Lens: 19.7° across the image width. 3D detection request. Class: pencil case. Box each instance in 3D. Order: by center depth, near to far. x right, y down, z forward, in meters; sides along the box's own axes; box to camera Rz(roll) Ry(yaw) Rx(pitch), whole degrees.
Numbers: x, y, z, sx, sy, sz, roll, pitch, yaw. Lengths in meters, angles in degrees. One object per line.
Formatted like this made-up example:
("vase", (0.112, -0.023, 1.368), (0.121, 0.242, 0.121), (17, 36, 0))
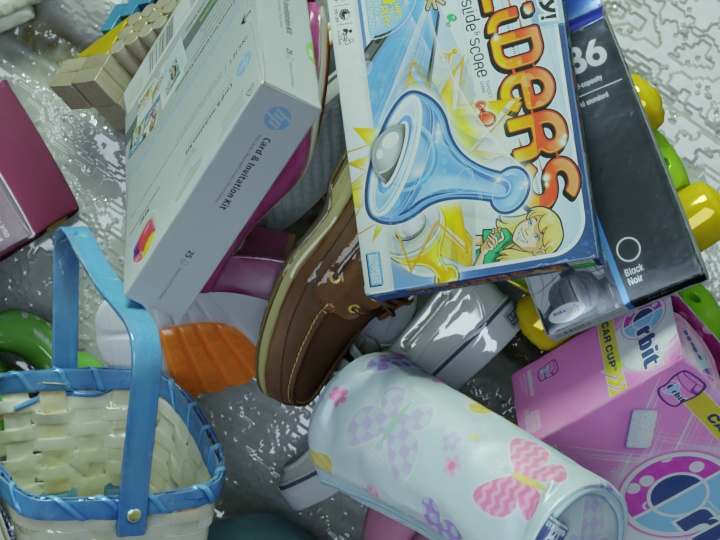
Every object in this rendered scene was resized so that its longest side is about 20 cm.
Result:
("pencil case", (0.057, 0.121, 1.170), (0.199, 0.083, 0.091), (31, 91, 42))

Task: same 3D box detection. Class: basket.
("basket", (-0.152, 0.094, 1.197), (0.138, 0.176, 0.202), (1, 110, -22))

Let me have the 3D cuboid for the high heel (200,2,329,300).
("high heel", (-0.075, -0.072, 1.210), (0.095, 0.068, 0.201), (13, 128, -2))

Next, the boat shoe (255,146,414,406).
("boat shoe", (0.000, 0.000, 1.228), (0.067, 0.072, 0.201), (34, 107, 23))

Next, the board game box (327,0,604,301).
("board game box", (0.057, -0.093, 1.166), (0.134, 0.034, 0.202), (-10, 82, 12))

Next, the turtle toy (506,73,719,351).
("turtle toy", (0.151, -0.018, 1.261), (0.145, 0.101, 0.201), (-33, 93, 8))

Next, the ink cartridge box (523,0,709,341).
("ink cartridge box", (0.119, -0.070, 1.187), (0.099, 0.039, 0.202), (-23, 78, 11))

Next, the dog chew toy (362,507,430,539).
("dog chew toy", (0.069, 0.187, 1.242), (0.123, 0.200, 0.126), (-3, 113, -7))

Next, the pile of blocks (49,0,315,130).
("pile of blocks", (-0.099, -0.155, 1.294), (0.199, 0.082, 0.062), (-31, 127, 15))

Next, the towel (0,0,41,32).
("towel", (-0.303, -0.227, 1.317), (0.198, 0.035, 0.194), (-21, 92, 10))

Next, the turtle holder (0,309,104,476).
("turtle holder", (-0.265, 0.103, 1.311), (0.140, 0.185, 0.132), (-21, 102, 47))

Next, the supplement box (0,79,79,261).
("supplement box", (-0.293, -0.024, 1.289), (0.199, 0.131, 0.104), (-30, 95, 9))

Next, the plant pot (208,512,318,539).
("plant pot", (-0.072, 0.231, 1.285), (0.199, 0.200, 0.136), (-21, 71, 8))

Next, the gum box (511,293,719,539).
("gum box", (0.195, 0.113, 1.243), (0.113, 0.066, 0.200), (-32, 124, 22))

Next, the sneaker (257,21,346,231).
("sneaker", (-0.049, -0.087, 1.288), (0.199, 0.080, 0.078), (-34, 138, 22))

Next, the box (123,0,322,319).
("box", (-0.082, -0.095, 1.162), (0.041, 0.201, 0.156), (24, 121, -21))

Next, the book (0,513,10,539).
("book", (-0.294, 0.106, 1.183), (0.199, 0.048, 0.135), (-1, 108, 42))

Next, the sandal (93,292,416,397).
("sandal", (-0.068, 0.028, 1.315), (0.205, 0.059, 0.080), (-7, 115, -12))

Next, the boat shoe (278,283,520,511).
("boat shoe", (0.012, 0.071, 1.289), (0.066, 0.072, 0.200), (47, 115, -3))
